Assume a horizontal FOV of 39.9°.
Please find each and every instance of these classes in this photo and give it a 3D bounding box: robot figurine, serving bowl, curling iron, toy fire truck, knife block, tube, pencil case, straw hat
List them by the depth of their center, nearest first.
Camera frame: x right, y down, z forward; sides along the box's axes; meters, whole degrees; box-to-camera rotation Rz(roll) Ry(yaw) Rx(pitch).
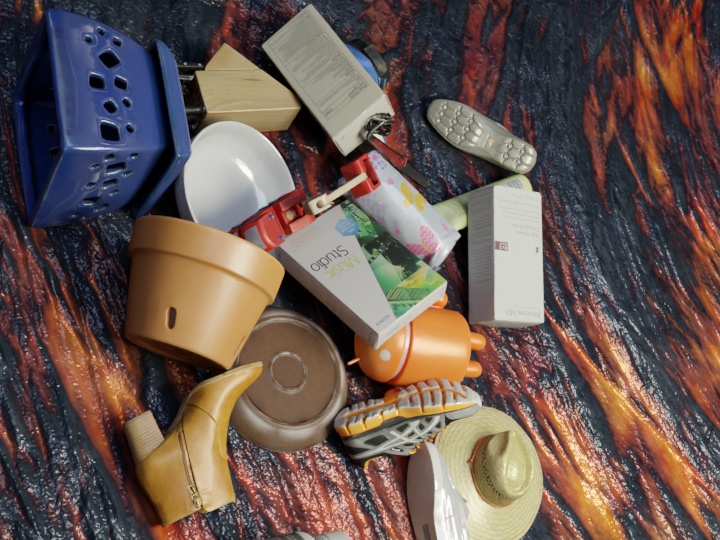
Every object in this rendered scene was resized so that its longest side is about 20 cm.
[{"bbox_3d":[-0.072,-0.083,1.313,0.200,0.139,0.049,-41,107,-52],"label":"toy fire truck"},{"bbox_3d":[-0.179,-0.098,1.358,0.198,0.065,0.205,17,67,-44],"label":"serving bowl"},{"bbox_3d":[0.075,0.106,1.378,0.196,0.146,0.118,11,34,-22],"label":"robot figurine"},{"bbox_3d":[0.200,0.275,1.379,0.197,0.085,0.205,11,62,-22],"label":"straw hat"},{"bbox_3d":[-0.206,-0.230,1.425,0.198,0.064,0.177,35,56,-9],"label":"knife block"},{"bbox_3d":[0.057,-0.085,1.477,0.200,0.091,0.083,46,46,-1],"label":"pencil case"},{"bbox_3d":[0.062,-0.174,1.493,0.049,0.200,0.026,-42,53,4],"label":"curling iron"},{"bbox_3d":[0.188,-0.104,1.579,0.197,0.058,0.053,-21,88,-34],"label":"tube"}]

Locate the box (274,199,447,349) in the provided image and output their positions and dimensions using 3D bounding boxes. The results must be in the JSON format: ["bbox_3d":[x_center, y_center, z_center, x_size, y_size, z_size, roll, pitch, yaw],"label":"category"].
[{"bbox_3d":[0.000,0.000,1.341,0.199,0.037,0.143,40,53,21],"label":"box"}]

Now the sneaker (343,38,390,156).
[{"bbox_3d":[0.015,-0.276,1.553,0.110,0.077,0.202,-23,72,-24],"label":"sneaker"}]

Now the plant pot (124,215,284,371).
[{"bbox_3d":[-0.208,0.036,1.232,0.197,0.200,0.143,22,74,-16],"label":"plant pot"}]

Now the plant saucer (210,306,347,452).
[{"bbox_3d":[-0.101,0.139,1.323,0.196,0.032,0.204,12,61,-23],"label":"plant saucer"}]

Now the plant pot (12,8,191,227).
[{"bbox_3d":[-0.327,-0.183,1.264,0.177,0.200,0.204,1,65,-33],"label":"plant pot"}]

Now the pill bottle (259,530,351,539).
[{"bbox_3d":[-0.103,0.371,1.159,0.196,0.113,0.115,-5,69,-29],"label":"pill bottle"}]

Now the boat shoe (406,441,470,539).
[{"bbox_3d":[0.114,0.329,1.320,0.067,0.072,0.204,2,65,-33],"label":"boat shoe"}]

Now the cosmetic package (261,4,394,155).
[{"bbox_3d":[-0.049,-0.283,1.474,0.105,0.071,0.201,-37,70,3],"label":"cosmetic package"}]

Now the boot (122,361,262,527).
[{"bbox_3d":[-0.182,0.214,1.221,0.199,0.071,0.146,-27,86,-22],"label":"boot"}]

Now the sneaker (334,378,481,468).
[{"bbox_3d":[0.067,0.203,1.316,0.196,0.078,0.079,-15,106,7],"label":"sneaker"}]

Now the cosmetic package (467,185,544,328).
[{"bbox_3d":[0.221,-0.019,1.507,0.100,0.074,0.205,5,78,-31],"label":"cosmetic package"}]

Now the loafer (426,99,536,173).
[{"bbox_3d":[0.198,-0.219,1.634,0.198,0.070,0.071,31,97,1],"label":"loafer"}]
